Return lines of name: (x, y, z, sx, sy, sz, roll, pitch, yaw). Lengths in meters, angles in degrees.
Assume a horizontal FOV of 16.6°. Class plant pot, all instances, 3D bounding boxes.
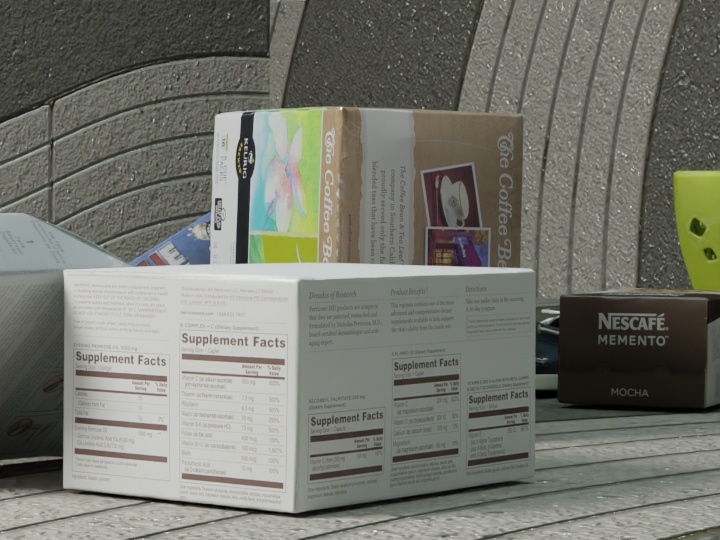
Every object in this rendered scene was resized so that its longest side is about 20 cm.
plant pot: (0.447, -0.014, 2.624, 0.198, 0.183, 0.199, 1, 1, 23)

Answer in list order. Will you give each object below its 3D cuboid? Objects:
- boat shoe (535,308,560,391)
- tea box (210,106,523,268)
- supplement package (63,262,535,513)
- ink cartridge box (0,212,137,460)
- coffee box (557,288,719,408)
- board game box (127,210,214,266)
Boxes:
boat shoe: (0.158, 0.061, 1.929, 0.074, 0.062, 0.199, -1, 0, 33)
tea box: (0.000, 0.000, 1.550, 0.133, 0.202, 0.196, 1, 1, -27)
supplement package: (-0.029, 0.053, 1.248, 0.155, 0.112, 0.199, 2, 1, 38)
ink cartridge box: (-0.189, 0.038, 1.284, 0.163, 0.057, 0.199, -48, -22, 28)
coffee box: (0.226, 0.055, 1.828, 0.112, 0.081, 0.200, 2, 2, 21)
board game box: (-0.100, 0.004, 1.682, 0.199, 0.035, 0.136, -33, -17, -23)
